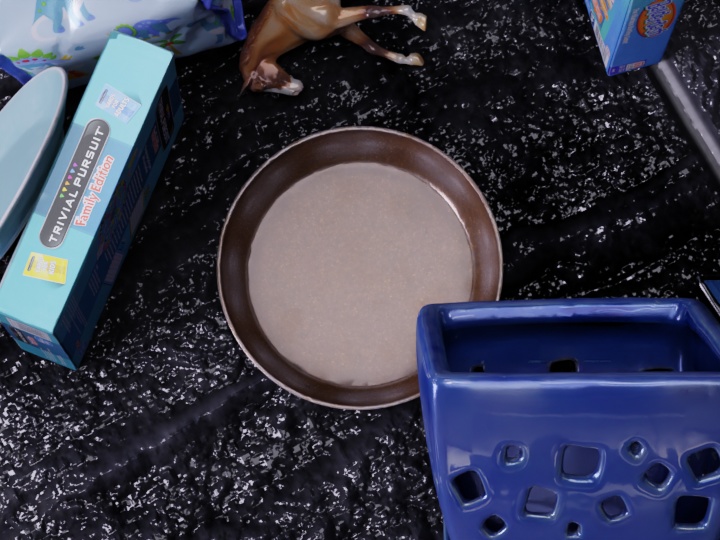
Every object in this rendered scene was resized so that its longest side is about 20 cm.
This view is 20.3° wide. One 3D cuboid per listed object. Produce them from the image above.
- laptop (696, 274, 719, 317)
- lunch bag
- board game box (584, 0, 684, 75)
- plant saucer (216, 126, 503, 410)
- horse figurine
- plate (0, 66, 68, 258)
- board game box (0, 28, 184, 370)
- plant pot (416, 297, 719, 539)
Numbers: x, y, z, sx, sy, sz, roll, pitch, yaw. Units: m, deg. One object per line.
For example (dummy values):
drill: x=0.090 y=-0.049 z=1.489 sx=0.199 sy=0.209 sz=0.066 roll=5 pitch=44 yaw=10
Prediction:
laptop: x=0.330 y=0.048 z=1.333 sx=0.199 sy=0.103 sz=0.178 roll=-28 pitch=78 yaw=-19
lunch bag: x=-0.185 y=-0.246 z=1.413 sx=0.169 sy=0.127 sz=0.201 roll=-13 pitch=75 yaw=8
board game box: x=0.177 y=-0.238 z=1.372 sx=0.045 sy=0.200 sz=0.153 roll=-15 pitch=78 yaw=-2
plant saucer: x=0.000 y=0.000 z=1.407 sx=0.199 sy=0.035 sz=0.202 roll=0 pitch=77 yaw=2
horse figurine: x=-0.016 y=-0.214 z=1.411 sx=0.132 sy=0.050 sz=0.201 roll=5 pitch=121 yaw=3
plate: x=-0.248 y=-0.047 z=1.356 sx=0.026 sy=0.200 sz=0.201 roll=32 pitch=78 yaw=-23
board game box: x=-0.181 y=-0.044 z=1.359 sx=0.047 sy=0.151 sz=0.201 roll=21 pitch=78 yaw=2
plant pot: x=0.138 y=0.126 z=1.285 sx=0.199 sy=0.200 sz=0.181 roll=-2 pitch=102 yaw=1
